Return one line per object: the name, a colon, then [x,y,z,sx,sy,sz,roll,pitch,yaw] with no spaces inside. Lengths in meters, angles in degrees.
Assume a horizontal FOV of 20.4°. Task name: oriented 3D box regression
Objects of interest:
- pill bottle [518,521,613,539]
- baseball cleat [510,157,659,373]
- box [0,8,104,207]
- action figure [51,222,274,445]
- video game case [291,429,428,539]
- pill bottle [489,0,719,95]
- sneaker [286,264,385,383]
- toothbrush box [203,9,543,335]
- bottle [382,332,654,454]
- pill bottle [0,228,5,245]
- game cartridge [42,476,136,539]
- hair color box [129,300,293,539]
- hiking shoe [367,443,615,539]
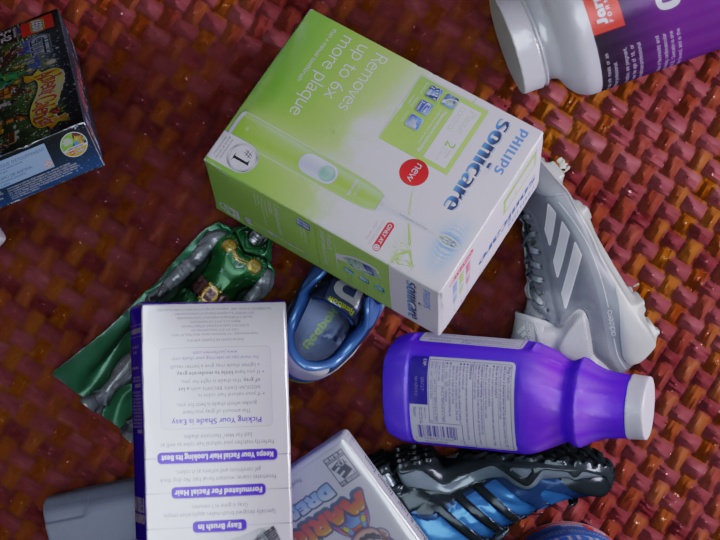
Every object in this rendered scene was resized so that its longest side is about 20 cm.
pill bottle: [0.164,0.257,1.464,0.111,0.200,0.113,0,94,-4]
baseball cleat: [0.142,-0.001,1.508,0.106,0.070,0.201,-34,95,0]
box: [-0.261,-0.108,1.416,0.136,0.200,0.038,-23,123,-1]
action figure: [-0.128,0.037,1.507,0.118,0.055,0.200,38,88,-2]
video game case: [-0.036,0.245,1.513,0.200,0.024,0.182,-35,95,17]
pill bottle: [0.201,-0.200,1.474,0.199,0.112,0.113,-20,95,-2]
sneaker: [0.000,0.000,1.495,0.074,0.082,0.201,29,91,-3]
toothbrush box: [0.010,-0.072,1.438,0.199,0.086,0.146,30,72,13]
bottle: [0.117,0.093,1.484,0.199,0.065,0.084,3,109,19]
pill bottle: [-0.357,0.020,1.461,0.112,0.112,0.200,44,92,-5]
game cartridge: [-0.153,0.254,1.509,0.132,0.041,0.201,-14,97,12]
hair color box: [-0.108,0.124,1.445,0.109,0.065,0.201,0,85,-15]
hiking shoe: [0.096,0.176,1.525,0.199,0.074,0.087,-4,102,7]
